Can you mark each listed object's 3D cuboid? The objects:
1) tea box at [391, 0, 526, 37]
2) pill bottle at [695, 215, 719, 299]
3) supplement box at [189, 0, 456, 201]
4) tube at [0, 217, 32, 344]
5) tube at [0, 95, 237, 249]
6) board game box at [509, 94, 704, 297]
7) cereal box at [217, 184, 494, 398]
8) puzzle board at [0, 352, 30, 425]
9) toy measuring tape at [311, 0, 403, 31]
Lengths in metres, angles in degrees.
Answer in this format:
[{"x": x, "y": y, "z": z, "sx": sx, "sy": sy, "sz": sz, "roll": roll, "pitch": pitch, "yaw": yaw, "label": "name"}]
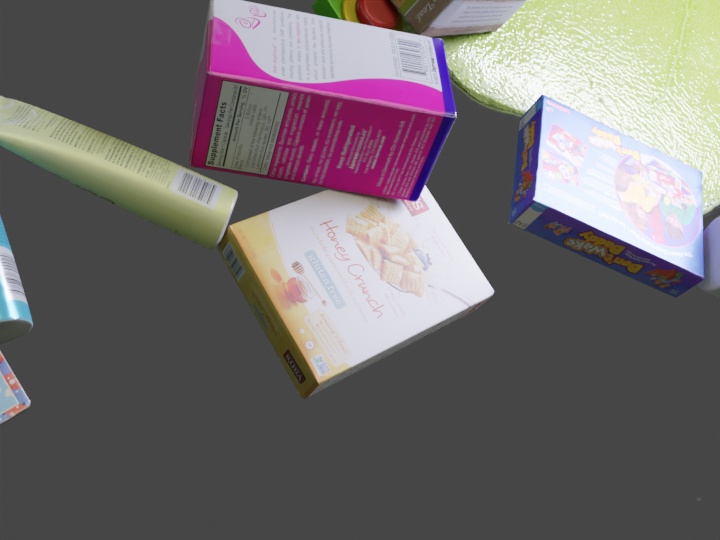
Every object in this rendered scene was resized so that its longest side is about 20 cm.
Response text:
[{"x": 0.082, "y": -0.344, "z": 0.954, "sx": 0.197, "sy": 0.134, "sz": 0.199, "roll": 52, "pitch": 31, "yaw": 8, "label": "tea box"}, {"x": 0.436, "y": 0.016, "z": 0.993, "sx": 0.198, "sy": 0.112, "sz": 0.113, "roll": 20, "pitch": 56, "yaw": -15, "label": "pill bottle"}, {"x": -0.035, "y": -0.139, "z": 0.813, "sx": 0.197, "sy": 0.104, "sz": 0.102, "roll": 9, "pitch": 48, "yaw": -15, "label": "supplement box"}, {"x": -0.274, "y": -0.049, "z": 0.688, "sx": 0.050, "sy": 0.077, "sz": 0.202, "roll": -12, "pitch": 73, "yaw": -23, "label": "tube"}, {"x": -0.193, "y": -0.079, "z": 0.758, "sx": 0.198, "sy": 0.058, "sz": 0.052, "roll": 25, "pitch": 71, "yaw": -13, "label": "tube"}, {"x": 0.248, "y": -0.074, "z": 0.985, "sx": 0.198, "sy": 0.045, "sz": 0.136, "roll": 23, "pitch": 56, "yaw": -15, "label": "board game box"}, {"x": 0.000, "y": 0.000, "z": 0.819, "sx": 0.199, "sy": 0.040, "sz": 0.145, "roll": -24, "pitch": 76, "yaw": -35, "label": "cereal box"}, {"x": -0.325, "y": 0.072, "z": 0.596, "sx": 0.199, "sy": 0.017, "sz": 0.151, "roll": -32, "pitch": 81, "yaw": -22, "label": "puzzle board"}, {"x": 0.026, "y": -0.198, "z": 0.930, "sx": 0.073, "sy": 0.073, "sz": 0.201, "roll": -34, "pitch": 92, "yaw": -36, "label": "toy measuring tape"}]
